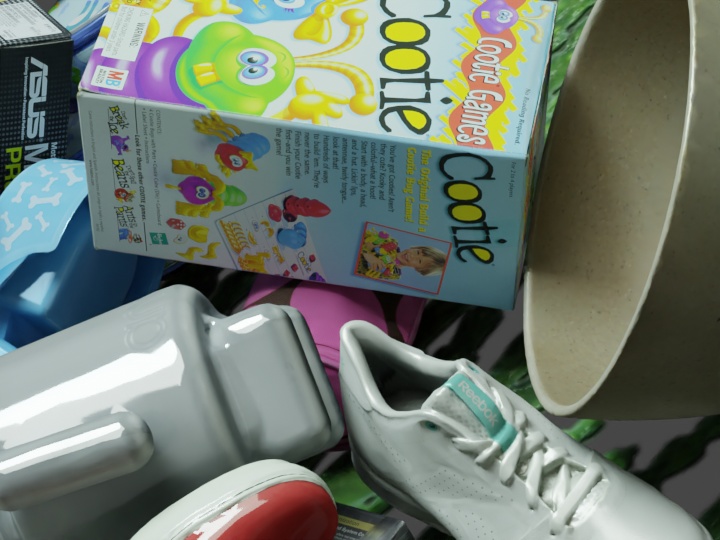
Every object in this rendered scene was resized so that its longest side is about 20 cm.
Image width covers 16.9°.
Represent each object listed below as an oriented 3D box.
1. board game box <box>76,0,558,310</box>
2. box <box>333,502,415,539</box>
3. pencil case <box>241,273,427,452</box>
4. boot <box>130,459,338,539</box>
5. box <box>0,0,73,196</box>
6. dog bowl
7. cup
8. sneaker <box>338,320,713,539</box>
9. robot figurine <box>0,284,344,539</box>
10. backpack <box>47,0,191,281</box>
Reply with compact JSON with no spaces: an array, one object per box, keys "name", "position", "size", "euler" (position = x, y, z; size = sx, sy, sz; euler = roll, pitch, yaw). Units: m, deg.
[{"name":"board game box","position":[-0.017,-0.066,1.112],"size":[0.199,0.105,0.103],"euler":[9,49,7]},{"name":"box","position":[-0.088,0.160,1.065],"size":[0.199,0.049,0.161],"euler":[10,52,42]},{"name":"pencil case","position":[0.000,0.000,1.181],"size":[0.093,0.091,0.201],"euler":[19,49,2]},{"name":"boot","position":[-0.061,0.174,0.935],"size":[0.200,0.072,0.144],"euler":[-45,39,-7]},{"name":"box","position":[-0.216,-0.085,1.279],"size":[0.044,0.161,0.200],"euler":[-11,32,-30]},{"name":"dog bowl","position":[-0.163,0.035,1.185],"size":[0.049,0.112,0.201],"euler":[21,78,24]},{"name":"cup","position":[0.166,-0.025,1.014],"size":[0.142,0.201,0.201],"euler":[11,35,-12]},{"name":"sneaker","position":[0.059,0.081,1.014],"size":[0.199,0.089,0.075],"euler":[25,57,38]},{"name":"robot figurine","position":[-0.109,0.079,1.042],"size":[0.199,0.114,0.170],"euler":[-22,-8,6]},{"name":"backpack","position":[-0.100,-0.101,1.306],"size":[0.200,0.147,0.183],"euler":[-49,18,-14]}]
